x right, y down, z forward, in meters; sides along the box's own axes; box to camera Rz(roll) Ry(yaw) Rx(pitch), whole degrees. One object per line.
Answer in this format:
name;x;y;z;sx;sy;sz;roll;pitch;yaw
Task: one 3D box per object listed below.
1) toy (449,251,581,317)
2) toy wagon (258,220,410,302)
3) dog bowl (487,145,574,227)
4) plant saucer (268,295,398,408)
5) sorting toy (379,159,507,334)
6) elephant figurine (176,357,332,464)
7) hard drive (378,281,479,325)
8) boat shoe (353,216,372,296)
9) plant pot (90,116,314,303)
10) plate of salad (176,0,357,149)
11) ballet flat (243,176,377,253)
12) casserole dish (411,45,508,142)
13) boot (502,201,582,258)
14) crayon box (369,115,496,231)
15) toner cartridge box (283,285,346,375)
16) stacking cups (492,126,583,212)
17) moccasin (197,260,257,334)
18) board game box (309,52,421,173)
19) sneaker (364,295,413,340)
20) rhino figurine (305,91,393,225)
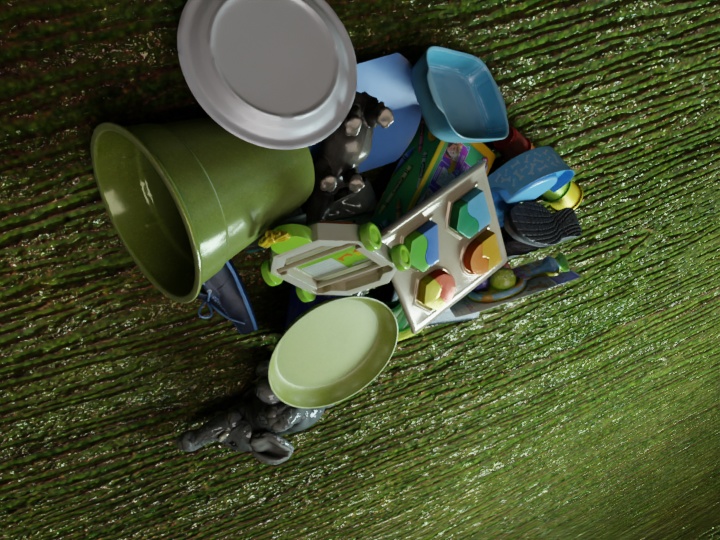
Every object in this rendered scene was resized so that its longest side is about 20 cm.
toy;0.224;0.008;1.023;0.200;0.115;0.047;-14;108;-3
toy wagon;-0.042;-0.017;0.777;0.155;0.040;0.200;-19;151;27
dog bowl;0.217;-0.114;0.971;0.111;0.050;0.200;-10;161;-41
plant saucer;-0.041;0.110;0.930;0.200;0.031;0.200;-17;130;-21
sorting toy;0.122;-0.024;0.896;0.185;0.036;0.200;-36;133;-16
elephant figurine;-0.159;0.235;1.039;0.200;0.155;0.142;-49;178;25
hard drive;0.127;0.032;1.099;0.200;0.033;0.140;-5;126;-28
boat shoe;0.001;0.002;0.974;0.060;0.072;0.202;13;113;-32
plant pot;-0.158;-0.096;0.730;0.190;0.200;0.200;-32;137;-33
plate of salad;-0.097;-0.224;0.707;0.200;0.048;0.200;4;80;-27
ballet flat;-0.073;-0.081;0.884;0.200;0.067;0.064;-19;104;-19
casserole dish;0.126;-0.216;0.839;0.039;0.121;0.200;-21;176;36
boot;0.247;-0.049;1.030;0.132;0.070;0.200;-24;162;40
crayon box;0.098;-0.104;0.916;0.119;0.058;0.200;27;88;-45
toner cartridge box;-0.063;0.044;0.952;0.043;0.095;0.200;-5;127;-28
stacking cups;0.278;-0.161;1.028;0.061;0.061;0.200;-48;131;10
moccasin;-0.199;0.007;0.866;0.068;0.080;0.200;-26;119;-6
board game box;-0.017;-0.195;0.837;0.200;0.039;0.158;-20;138;-13
sneaker;0.005;0.083;1.035;0.200;0.074;0.084;-23;105;11
rhino figurine;-0.028;-0.125;0.799;0.060;0.087;0.200;16;119;-22
